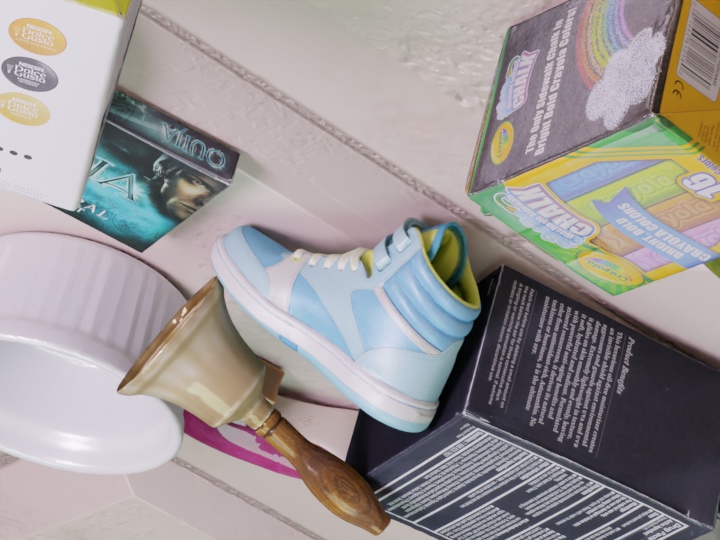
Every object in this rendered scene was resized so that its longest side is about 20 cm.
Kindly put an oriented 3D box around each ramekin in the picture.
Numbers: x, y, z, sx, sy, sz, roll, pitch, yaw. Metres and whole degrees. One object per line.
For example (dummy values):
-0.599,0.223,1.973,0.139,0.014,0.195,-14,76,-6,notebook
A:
-0.212,0.057,1.968,0.199,0.098,0.201,12,151,6,ramekin

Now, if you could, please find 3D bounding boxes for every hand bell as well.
-0.057,0.108,1.851,0.200,0.104,0.104,42,146,-6,hand bell

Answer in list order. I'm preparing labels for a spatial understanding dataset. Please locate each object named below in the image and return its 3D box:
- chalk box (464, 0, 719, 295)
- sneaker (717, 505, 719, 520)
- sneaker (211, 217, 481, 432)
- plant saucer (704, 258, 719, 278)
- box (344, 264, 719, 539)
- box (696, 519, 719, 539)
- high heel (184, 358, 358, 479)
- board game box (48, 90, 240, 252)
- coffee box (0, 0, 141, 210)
0.148,-0.075,1.544,0.124,0.125,0.200,32,148,-27,chalk box
0.341,0.179,1.966,0.199,0.075,0.088,21,168,5,sneaker
0.000,0.000,1.805,0.200,0.131,0.079,38,-164,24,sneaker
0.282,-0.022,1.667,0.199,0.031,0.200,11,151,6,plant saucer
0.121,0.115,1.883,0.198,0.124,0.200,26,151,-17,box
0.296,0.313,2.063,0.152,0.201,0.106,22,149,-13,box
-0.040,0.142,2.054,0.200,0.068,0.096,31,138,-17,high heel
-0.195,-0.086,1.782,0.199,0.028,0.135,27,150,-20,board game box
-0.204,-0.188,1.436,0.199,0.201,0.198,17,150,-5,coffee box
